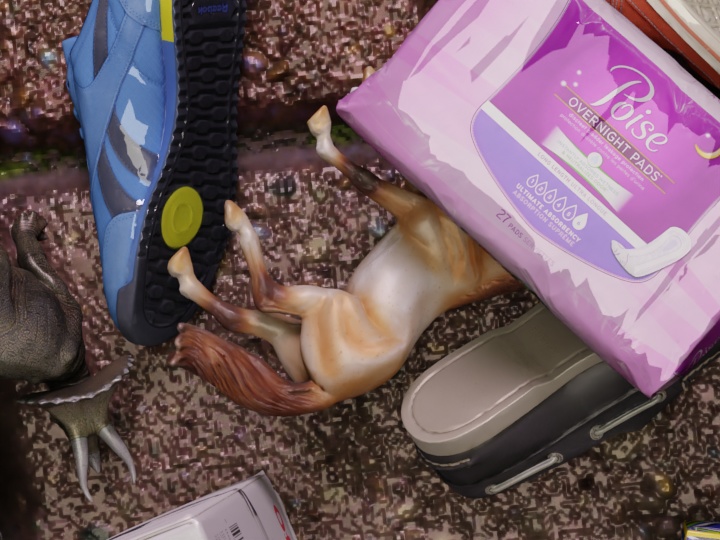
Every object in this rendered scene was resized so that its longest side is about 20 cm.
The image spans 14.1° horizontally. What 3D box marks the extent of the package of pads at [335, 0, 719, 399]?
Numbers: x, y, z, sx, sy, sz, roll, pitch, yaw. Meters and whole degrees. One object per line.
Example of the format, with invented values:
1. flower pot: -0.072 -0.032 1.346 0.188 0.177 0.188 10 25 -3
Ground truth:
1. package of pads: 0.098 -0.051 1.294 0.200 0.076 0.121 42 94 8

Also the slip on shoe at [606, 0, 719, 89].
1. slip on shoe: 0.119 -0.141 1.356 0.200 0.074 0.061 37 128 -2

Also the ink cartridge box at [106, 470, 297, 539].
1. ink cartridge box: -0.067 0.180 1.301 0.083 0.200 0.146 -22 88 7

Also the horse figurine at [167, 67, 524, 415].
1. horse figurine: 0.000 0.000 1.349 0.133 0.050 0.200 46 75 0

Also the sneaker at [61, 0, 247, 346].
1. sneaker: -0.105 -0.067 1.380 0.078 0.066 0.202 11 100 35

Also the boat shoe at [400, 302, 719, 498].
1. boat shoe: 0.117 0.044 1.365 0.199 0.073 0.063 -27 131 0

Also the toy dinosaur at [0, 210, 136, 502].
1. toy dinosaur: -0.172 0.018 1.340 0.077 0.200 0.102 -46 45 8

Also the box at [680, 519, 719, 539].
1. box: 0.245 0.161 1.340 0.198 0.064 0.071 6 91 5
